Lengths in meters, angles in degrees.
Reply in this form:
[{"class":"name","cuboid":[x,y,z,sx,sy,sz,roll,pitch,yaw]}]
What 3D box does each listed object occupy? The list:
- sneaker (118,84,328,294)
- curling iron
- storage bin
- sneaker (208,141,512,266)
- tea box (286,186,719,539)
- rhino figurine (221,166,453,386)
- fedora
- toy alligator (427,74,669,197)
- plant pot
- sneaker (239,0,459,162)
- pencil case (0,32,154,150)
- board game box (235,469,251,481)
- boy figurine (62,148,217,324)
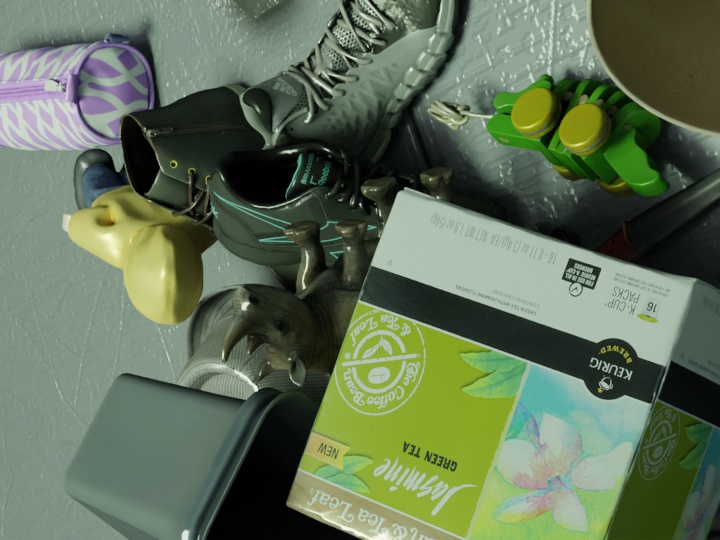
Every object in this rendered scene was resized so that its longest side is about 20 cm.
[{"class":"sneaker","cuboid":[-0.088,-0.038,1.484,0.201,0.106,0.075,54,137,22]},{"class":"curling iron","cuboid":[0.156,-0.026,1.257,0.199,0.025,0.050,-27,84,51]},{"class":"storage bin","cuboid":[-0.084,0.153,1.288,0.133,0.200,0.146,15,70,34]},{"class":"sneaker","cuboid":[-0.004,-0.036,1.342,0.198,0.076,0.080,4,148,11]},{"class":"tea box","cuboid":[0.097,0.083,1.198,0.199,0.133,0.199,18,88,34]},{"class":"rhino figurine","cuboid":[-0.010,0.012,1.249,0.059,0.199,0.088,6,116,43]},{"class":"fedora","cuboid":[-0.075,0.108,1.490,0.176,0.090,0.201,38,139,13]},{"class":"toy alligator","cuboid":[0.118,-0.093,1.265,0.199,0.059,0.054,25,78,48]},{"class":"plant pot","cuboid":[0.208,-0.179,1.041,0.201,0.199,0.135,-51,28,46]},{"class":"sneaker","cuboid":[-0.015,-0.130,1.357,0.075,0.115,0.201,51,136,30]},{"class":"pencil case","cuboid":[-0.243,-0.135,1.656,0.199,0.085,0.085,-1,96,51]},{"class":"board game box","cuboid":[-0.040,0.154,1.423,0.102,0.020,0.200,20,144,-4]},{"class":"boy figurine","cuboid":[-0.151,-0.029,1.547,0.200,0.123,0.065,-127,36,-56]}]
